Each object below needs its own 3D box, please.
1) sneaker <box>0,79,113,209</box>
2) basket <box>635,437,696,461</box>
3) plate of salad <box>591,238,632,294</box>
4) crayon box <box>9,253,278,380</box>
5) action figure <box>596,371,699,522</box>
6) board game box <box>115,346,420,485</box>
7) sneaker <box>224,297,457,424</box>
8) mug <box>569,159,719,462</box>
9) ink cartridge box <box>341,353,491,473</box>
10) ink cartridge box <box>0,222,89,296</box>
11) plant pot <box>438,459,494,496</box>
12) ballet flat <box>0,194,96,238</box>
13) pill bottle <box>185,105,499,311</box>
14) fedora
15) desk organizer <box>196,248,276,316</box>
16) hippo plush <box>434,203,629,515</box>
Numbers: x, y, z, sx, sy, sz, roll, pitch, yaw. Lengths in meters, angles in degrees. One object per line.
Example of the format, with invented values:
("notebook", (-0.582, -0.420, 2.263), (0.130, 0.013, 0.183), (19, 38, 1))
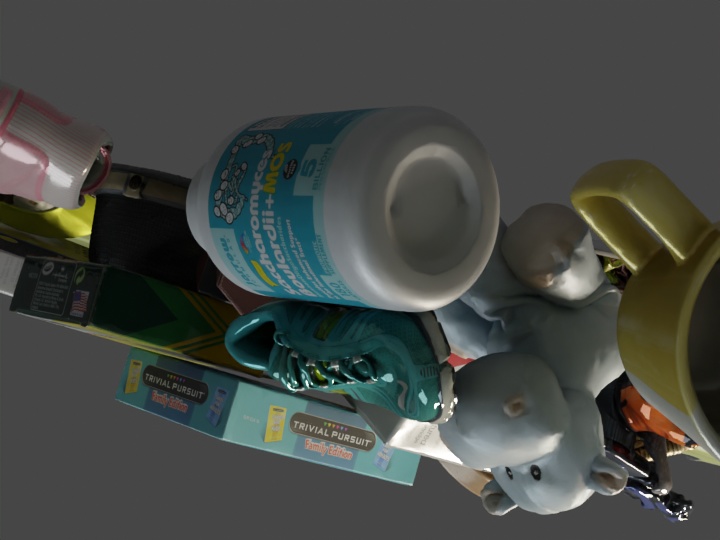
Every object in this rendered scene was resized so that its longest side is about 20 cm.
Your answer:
("sneaker", (-0.253, -0.081, 1.005), (0.104, 0.076, 0.200), (25, 164, -19))
("basket", (0.264, 0.142, 1.195), (0.142, 0.149, 0.200), (16, 170, 4))
("plate of salad", (0.180, 0.020, 0.938), (0.200, 0.048, 0.200), (17, 171, 3))
("crayon box", (-0.159, 0.040, 1.046), (0.200, 0.051, 0.127), (22, 170, -41))
("action figure", (0.220, 0.111, 0.977), (0.193, 0.105, 0.200), (-14, 144, 32))
("board game box", (-0.070, 0.116, 1.046), (0.200, 0.047, 0.151), (22, 173, -41))
("sneaker", (-0.012, 0.054, 0.777), (0.080, 0.078, 0.200), (-16, -167, -30))
("mug", (0.209, 0.017, 0.714), (0.149, 0.187, 0.153), (-15, -176, -8))
("ink cartridge box", (0.107, 0.080, 1.043), (0.200, 0.144, 0.084), (20, -163, -39))
("ink cartridge box", (-0.274, 0.001, 1.190), (0.200, 0.047, 0.198), (19, -176, -16))
("plant pot", (0.135, 0.114, 1.268), (0.093, 0.201, 0.201), (-32, 142, 30))
("ballet flat", (-0.328, -0.083, 1.184), (0.200, 0.067, 0.067), (20, 151, -11))
("pill bottle", (-0.022, -0.036, 0.764), (0.111, 0.111, 0.200), (23, 168, -36))
("fedora", (-0.164, -0.023, 1.134), (0.200, 0.092, 0.201), (16, 171, 3))
("desk organizer", (-0.078, -0.001, 0.963), (0.072, 0.077, 0.200), (18, -168, -11))
("hippo plush", (0.099, 0.073, 0.826), (0.159, 0.161, 0.200), (-14, 138, 42))
